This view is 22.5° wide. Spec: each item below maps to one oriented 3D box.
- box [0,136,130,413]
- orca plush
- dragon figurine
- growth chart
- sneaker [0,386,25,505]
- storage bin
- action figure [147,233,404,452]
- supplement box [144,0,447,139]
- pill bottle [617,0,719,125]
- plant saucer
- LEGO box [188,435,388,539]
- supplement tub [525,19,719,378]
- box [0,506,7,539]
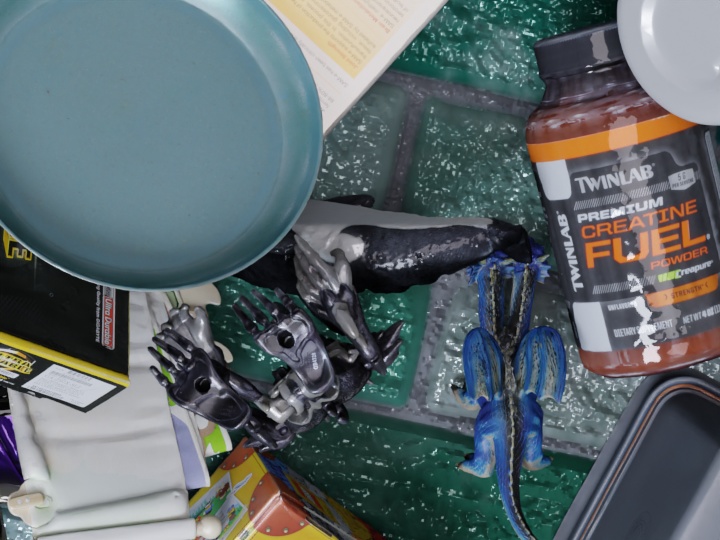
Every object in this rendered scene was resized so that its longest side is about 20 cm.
[{"bbox_3d":[-0.198,-0.039,0.965,0.160,0.200,0.049,22,139,-34],"label":"box"},{"bbox_3d":[0.000,0.000,1.054,0.200,0.105,0.071,-1,107,7],"label":"orca plush"},{"bbox_3d":[0.087,0.067,1.051,0.059,0.200,0.100,1,134,-2],"label":"dragon figurine"},{"bbox_3d":[-0.139,0.068,1.025,0.145,0.018,0.200,2,60,-23],"label":"growth chart"},{"bbox_3d":[-0.201,0.089,1.070,0.200,0.070,0.100,18,91,-12],"label":"sneaker"},{"bbox_3d":[0.205,0.178,1.075,0.145,0.134,0.200,28,95,-7],"label":"storage bin"},{"bbox_3d":[-0.044,0.041,0.983,0.119,0.200,0.102,-33,80,5],"label":"action figure"},{"bbox_3d":[-0.034,-0.154,1.047,0.126,0.074,0.200,43,92,-5],"label":"supplement box"},{"bbox_3d":[0.243,-0.158,1.017,0.200,0.111,0.111,-25,100,-41],"label":"pill bottle"},{"bbox_3d":[-0.119,-0.080,0.964,0.200,0.027,0.200,6,69,-17],"label":"plant saucer"},{"bbox_3d":[-0.071,0.224,1.065,0.149,0.077,0.200,40,93,-28],"label":"LEGO box"},{"bbox_3d":[0.158,-0.045,1.059,0.107,0.107,0.200,-16,97,-2],"label":"supplement tub"},{"bbox_3d":[-0.263,0.092,0.992,0.117,0.060,0.200,-11,99,-6],"label":"box"}]
